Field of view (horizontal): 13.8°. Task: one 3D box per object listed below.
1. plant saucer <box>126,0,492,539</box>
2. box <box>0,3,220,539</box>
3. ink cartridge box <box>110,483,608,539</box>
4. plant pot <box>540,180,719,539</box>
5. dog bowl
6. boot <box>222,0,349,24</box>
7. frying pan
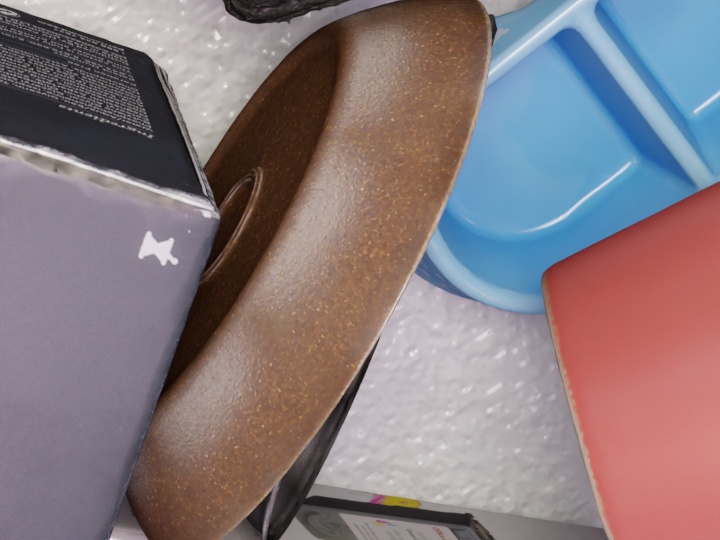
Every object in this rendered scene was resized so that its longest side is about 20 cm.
[{"bbox_3d":[-0.028,-0.007,0.929,0.037,0.200,0.201,29,100,-16],"label":"plant saucer"},{"bbox_3d":[-0.138,0.029,0.932,0.124,0.197,0.200,16,103,-15],"label":"box"},{"bbox_3d":[-0.012,0.156,1.054,0.200,0.086,0.148,10,105,-14],"label":"ink cartridge box"},{"bbox_3d":[0.161,0.042,0.963,0.177,0.200,0.201,-15,110,6],"label":"plant pot"},{"bbox_3d":[0.093,-0.063,1.023,0.200,0.050,0.112,-38,110,2],"label":"dog bowl"},{"bbox_3d":[0.024,-0.178,0.877,0.158,0.079,0.211,-6,111,-10],"label":"boot"},{"bbox_3d":[-0.007,0.012,0.953,0.031,0.115,0.190,23,140,7],"label":"frying pan"}]
